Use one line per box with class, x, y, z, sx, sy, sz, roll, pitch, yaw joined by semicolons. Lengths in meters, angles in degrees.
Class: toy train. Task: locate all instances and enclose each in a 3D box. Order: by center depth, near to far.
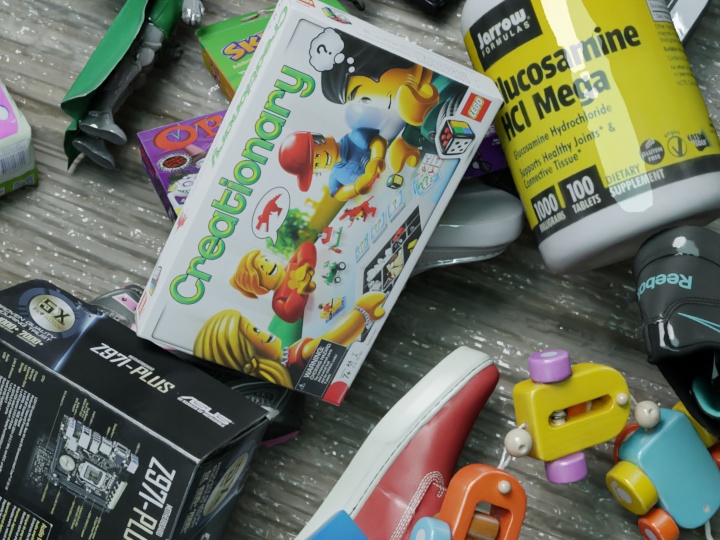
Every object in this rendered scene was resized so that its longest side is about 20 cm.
toy train;0.117;0.124;0.834;0.198;0.055;0.152;15;88;-26

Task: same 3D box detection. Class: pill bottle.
pill bottle;0.121;-0.109;0.833;0.111;0.112;0.202;-20;81;2

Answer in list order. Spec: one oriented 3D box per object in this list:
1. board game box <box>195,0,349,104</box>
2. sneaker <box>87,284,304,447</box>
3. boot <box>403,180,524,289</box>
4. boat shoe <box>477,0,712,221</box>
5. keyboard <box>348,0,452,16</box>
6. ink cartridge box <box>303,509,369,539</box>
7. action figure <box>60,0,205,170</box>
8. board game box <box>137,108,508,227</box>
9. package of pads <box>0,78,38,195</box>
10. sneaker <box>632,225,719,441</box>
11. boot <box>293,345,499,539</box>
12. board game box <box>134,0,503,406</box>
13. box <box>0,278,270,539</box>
board game box;-0.031;-0.115;0.915;0.094;0.030;0.200;-18;37;-12
sneaker;-0.129;0.051;0.909;0.197;0.080;0.087;8;74;10
boot;0.000;0.000;0.904;0.197;0.074;0.097;2;115;14
boat shoe;0.145;-0.123;0.924;0.068;0.074;0.200;38;93;7
keyboard;-0.017;-0.227;1.008;0.199;0.040;0.104;36;58;18
ink cartridge box;0.005;0.243;0.793;0.200;0.067;0.116;50;121;6
action figure;-0.131;-0.164;0.974;0.054;0.118;0.202;26;68;-11
board game box;-0.023;-0.072;0.899;0.198;0.033;0.120;-17;30;-13
package of pads;-0.317;-0.117;0.973;0.153;0.068;0.201;-26;69;-21
sneaker;0.206;0.066;0.809;0.075;0.200;0.080;-26;34;37
boot;0.050;0.156;0.857;0.144;0.072;0.201;35;89;16
board game box;-0.025;-0.034;0.814;0.125;0.035;0.202;20;112;-20
box;-0.164;0.134;0.839;0.163;0.086;0.202;28;111;16
